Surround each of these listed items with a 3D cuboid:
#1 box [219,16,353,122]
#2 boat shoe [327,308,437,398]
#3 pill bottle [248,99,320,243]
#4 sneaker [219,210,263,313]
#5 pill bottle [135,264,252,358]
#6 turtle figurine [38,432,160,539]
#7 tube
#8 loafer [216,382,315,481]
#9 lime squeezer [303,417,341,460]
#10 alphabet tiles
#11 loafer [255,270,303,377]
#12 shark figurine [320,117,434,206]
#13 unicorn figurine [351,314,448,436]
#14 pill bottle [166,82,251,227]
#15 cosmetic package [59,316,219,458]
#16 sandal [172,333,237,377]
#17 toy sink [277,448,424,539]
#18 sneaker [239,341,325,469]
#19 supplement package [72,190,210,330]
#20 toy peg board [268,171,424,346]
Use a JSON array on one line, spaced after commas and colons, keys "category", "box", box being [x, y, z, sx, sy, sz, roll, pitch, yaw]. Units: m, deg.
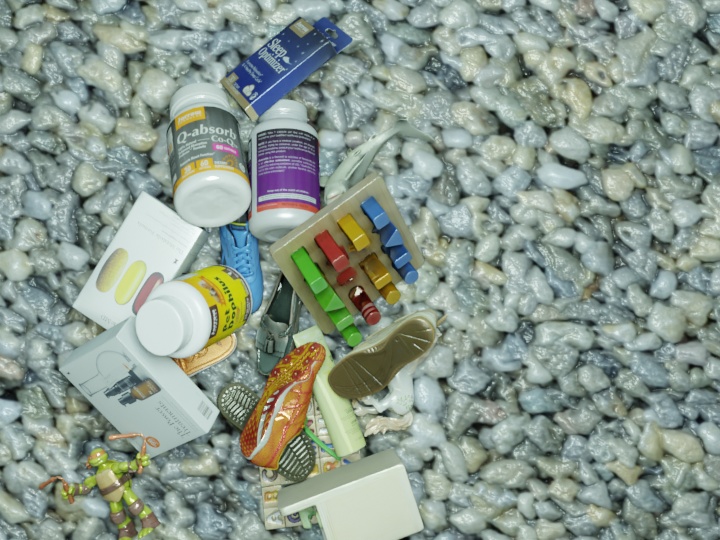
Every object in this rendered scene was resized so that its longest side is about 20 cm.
[{"category": "box", "box": [-0.116, -0.323, 1.486, 0.199, 0.121, 0.033, -38, 131, -3]}, {"category": "boat shoe", "box": [0.036, 0.124, 1.447, 0.199, 0.065, 0.072, -37, 97, 24]}, {"category": "pill bottle", "box": [-0.116, -0.151, 1.470, 0.110, 0.113, 0.205, -1, 74, -3]}, {"category": "sneaker", "box": [-0.188, -0.033, 1.495, 0.064, 0.078, 0.205, -5, 91, -5]}, {"category": "pill bottle", "box": [-0.243, 0.061, 1.405, 0.107, 0.200, 0.112, 4, 102, 19]}, {"category": "turtle figurine", "box": [-0.385, 0.340, 1.486, 0.197, 0.064, 0.164, -26, 95, 10]}, {"category": "tube", "box": [-0.049, 0.186, 1.499, 0.051, 0.058, 0.204, -21, 88, -10]}, {"category": "loafer", "box": [-0.146, 0.244, 1.493, 0.076, 0.067, 0.201, -43, 107, -12]}, {"category": "lime squeezer", "box": [-0.092, 0.213, 1.516, 0.070, 0.037, 0.204, -18, 90, -35]}, {"category": "alphabet tiles", "box": [-0.081, 0.300, 1.529, 0.163, 0.008, 0.205, -7, 90, -3]}, {"category": "loafer", "box": [-0.126, 0.066, 1.495, 0.071, 0.063, 0.204, 16, 86, 22]}, {"category": "shark figurine", "box": [0.010, -0.153, 1.519, 0.215, 0.127, 0.090, -48, 118, -19]}, {"category": "unicorn figurine", "box": [0.056, 0.155, 1.513, 0.134, 0.074, 0.205, 2, 104, -9]}, {"category": "pill bottle", "box": [-0.230, -0.175, 1.439, 0.114, 0.117, 0.203, -13, 57, -3]}, {"category": "cosmetic package", "box": [-0.328, 0.179, 1.432, 0.149, 0.052, 0.201, -26, 113, 36]}, {"category": "sandal", "box": [-0.290, 0.140, 1.495, 0.204, 0.059, 0.080, -28, 90, -3]}, {"category": "toy sink", "box": [-0.017, 0.366, 1.463, 0.196, 0.130, 0.114, -19, 91, -6]}, {"category": "sneaker", "box": [-0.108, 0.200, 1.445, 0.077, 0.072, 0.202, 38, 79, -39]}, {"category": "supplement package", "box": [-0.330, -0.002, 1.470, 0.113, 0.110, 0.202, 31, 88, -2]}, {"category": "toy peg board", "box": [0.000, 0.000, 1.439, 0.197, 0.098, 0.201, -35, 134, -3]}]
